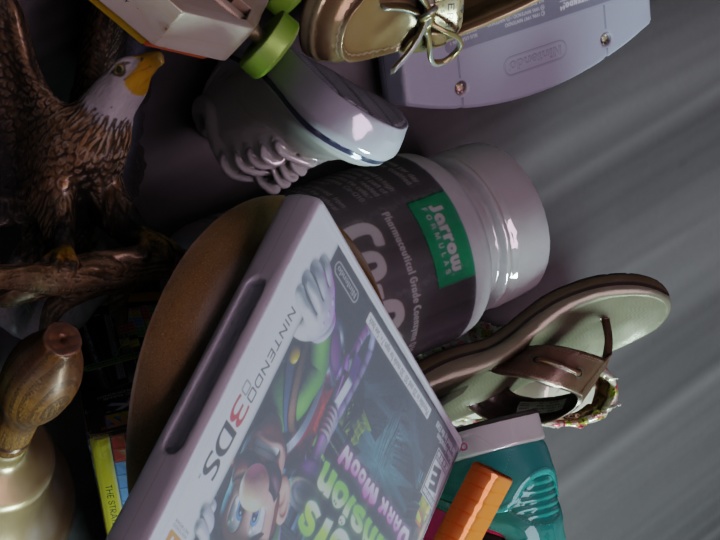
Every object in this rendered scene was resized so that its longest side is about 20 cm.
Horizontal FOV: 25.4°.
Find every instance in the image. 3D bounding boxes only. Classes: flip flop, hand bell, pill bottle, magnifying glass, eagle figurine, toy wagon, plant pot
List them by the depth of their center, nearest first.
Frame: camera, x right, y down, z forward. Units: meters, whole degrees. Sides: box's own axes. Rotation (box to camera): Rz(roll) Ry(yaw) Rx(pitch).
[{"bbox_3d":[-0.156,0.072,0.720,0.104,0.200,0.104,11,61,-20],"label":"hand bell"},{"bbox_3d":[-0.035,0.066,0.739,0.200,0.027,0.200,-17,110,-56],"label":"plant pot"},{"bbox_3d":[-0.089,-0.173,0.747,0.155,0.200,0.040,40,119,-16],"label":"toy wagon"},{"bbox_3d":[-0.142,-0.076,0.756,0.151,0.200,0.152,-25,158,6],"label":"eagle figurine"},{"bbox_3d":[0.022,0.190,0.810,0.080,0.022,0.200,27,88,-49],"label":"magnifying glass"},{"bbox_3d":[0.000,0.000,0.884,0.200,0.113,0.113,-22,116,-31],"label":"pill bottle"},{"bbox_3d":[0.095,0.062,0.916,0.200,0.058,0.081,-22,150,-21],"label":"flip flop"}]

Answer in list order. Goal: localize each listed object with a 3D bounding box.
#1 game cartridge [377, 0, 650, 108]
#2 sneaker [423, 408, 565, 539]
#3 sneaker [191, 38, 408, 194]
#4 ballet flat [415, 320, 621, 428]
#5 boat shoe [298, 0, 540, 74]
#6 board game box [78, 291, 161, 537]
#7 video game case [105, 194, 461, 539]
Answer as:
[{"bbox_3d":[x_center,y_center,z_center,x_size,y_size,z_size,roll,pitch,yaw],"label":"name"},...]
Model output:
[{"bbox_3d":[0.090,-0.171,0.950,0.200,0.040,0.134,-21,112,-30],"label":"game cartridge"},{"bbox_3d":[0.049,0.161,0.899,0.084,0.200,0.121,-8,75,-35],"label":"sneaker"},{"bbox_3d":[-0.034,-0.069,0.786,0.073,0.200,0.071,28,95,-20],"label":"sneaker"},{"bbox_3d":[0.086,0.067,1.001,0.200,0.064,0.076,1,102,-37],"label":"ballet flat"},{"bbox_3d":[0.056,-0.159,0.852,0.200,0.063,0.073,-32,149,-25],"label":"boat shoe"},{"bbox_3d":[-0.102,0.132,0.810,0.057,0.165,0.200,-11,112,-12],"label":"board game box"},{"bbox_3d":[-0.023,0.098,0.717,0.182,0.023,0.200,-64,144,-29],"label":"video game case"}]
